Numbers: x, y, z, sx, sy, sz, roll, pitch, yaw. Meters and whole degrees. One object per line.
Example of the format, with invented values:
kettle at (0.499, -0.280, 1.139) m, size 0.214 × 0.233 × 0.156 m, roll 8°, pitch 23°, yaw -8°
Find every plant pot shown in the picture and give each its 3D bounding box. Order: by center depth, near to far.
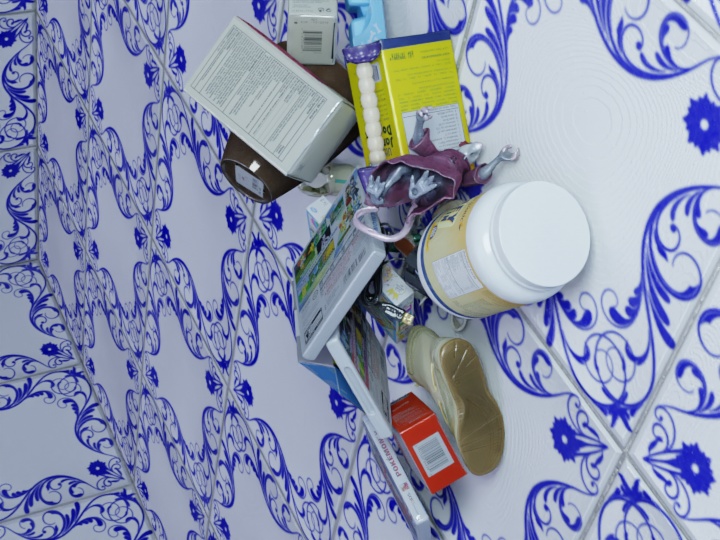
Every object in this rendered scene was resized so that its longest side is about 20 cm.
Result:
plant pot at (-0.113, -0.202, 1.841) m, size 0.186 × 0.201 × 0.187 m, roll 29°, pitch 156°, yaw 15°

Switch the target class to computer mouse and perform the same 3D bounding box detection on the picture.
computer mouse at (0.091, 0.029, 1.634) m, size 0.046 × 0.199 × 0.141 m, roll -68°, pitch -4°, yaw -53°

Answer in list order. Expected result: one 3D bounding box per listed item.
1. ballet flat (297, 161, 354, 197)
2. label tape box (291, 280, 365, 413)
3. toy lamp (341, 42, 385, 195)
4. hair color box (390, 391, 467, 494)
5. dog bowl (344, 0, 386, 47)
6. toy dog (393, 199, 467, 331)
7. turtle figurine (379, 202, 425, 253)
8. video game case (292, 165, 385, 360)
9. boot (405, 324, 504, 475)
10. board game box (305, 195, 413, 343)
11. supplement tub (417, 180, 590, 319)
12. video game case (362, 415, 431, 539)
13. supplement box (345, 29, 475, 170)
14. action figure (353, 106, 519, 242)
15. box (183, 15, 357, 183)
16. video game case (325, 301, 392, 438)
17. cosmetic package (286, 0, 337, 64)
ballet flat at (-0.067, -0.149, 2.012) m, size 0.200 × 0.069 × 0.070 m, roll 6°, pitch 107°, yaw 64°
label tape box at (-0.037, 0.121, 1.834) m, size 0.144 × 0.063 × 0.201 m, roll 44°, pitch -147°, yaw -53°
toy lamp at (0.014, -0.185, 1.584) m, size 0.058 × 0.058 × 0.202 m, roll 3°, pitch 103°, yaw 64°
hair color box at (0.087, 0.243, 1.783) m, size 0.102 × 0.061 × 0.200 m, roll 62°, pitch 174°, yaw -7°
dog bowl at (0.005, -0.358, 1.744) m, size 0.111 × 0.049 × 0.202 m, roll -150°, pitch 54°, yaw -85°
toy dog at (0.094, -0.007, 1.705) m, size 0.132 × 0.096 × 0.201 m, roll 57°, pitch 148°, yaw 37°
turtle figurine at (0.018, -0.062, 1.847) m, size 0.201 × 0.100 × 0.150 m, roll 100°, pitch 148°, yaw -50°
video game case at (-0.033, -0.011, 1.659) m, size 0.200 × 0.022 × 0.183 m, roll -56°, pitch 28°, yaw 33°
boot at (0.128, 0.179, 1.753) m, size 0.155 × 0.072 × 0.201 m, roll 19°, pitch 131°, yaw 69°
board game box at (0.000, 0.000, 1.786) m, size 0.200 × 0.034 × 0.135 m, roll 47°, pitch 164°, yaw 21°
supplement tub at (0.169, -0.025, 1.486) m, size 0.200 × 0.143 × 0.146 m, roll -24°, pitch 80°, yaw 64°
video game case at (0.058, 0.329, 1.911) m, size 0.183 × 0.023 × 0.200 m, roll 61°, pitch 172°, yaw 25°
supplement box at (0.066, -0.206, 1.657) m, size 0.109 × 0.108 × 0.202 m, roll -3°, pitch 98°, yaw 64°
action figure at (0.102, -0.113, 1.552) m, size 0.133 × 0.200 × 0.150 m, roll 32°, pitch 119°, yaw 18°
box at (-0.119, -0.232, 1.705) m, size 0.200 × 0.109 × 0.128 m, roll 40°, pitch 98°, yaw 14°
video game case at (-0.005, 0.111, 1.760) m, size 0.201 × 0.023 × 0.183 m, roll -93°, pitch -22°, yaw -58°
cosmetic package at (-0.069, -0.404, 1.791) m, size 0.105 × 0.070 × 0.201 m, roll 96°, pitch 174°, yaw -58°
